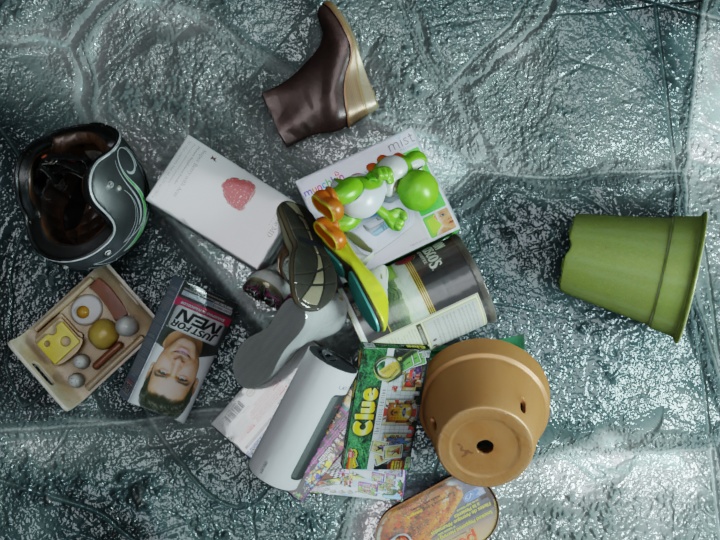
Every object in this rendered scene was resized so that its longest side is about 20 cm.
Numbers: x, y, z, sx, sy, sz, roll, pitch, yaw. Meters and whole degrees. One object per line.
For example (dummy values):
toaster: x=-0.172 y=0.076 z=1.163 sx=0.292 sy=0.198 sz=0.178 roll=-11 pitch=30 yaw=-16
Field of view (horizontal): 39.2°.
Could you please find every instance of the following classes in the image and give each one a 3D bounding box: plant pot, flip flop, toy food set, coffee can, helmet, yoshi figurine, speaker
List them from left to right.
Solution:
toy food set: x=-0.426 y=0.097 z=1.564 sx=0.200 sy=0.060 sz=0.144 roll=-43 pitch=86 yaw=-4
helmet: x=-0.410 y=-0.103 z=1.516 sx=0.200 sy=0.200 sz=0.191 roll=-7 pitch=124 yaw=0
flip flop: x=-0.088 y=-0.016 z=1.425 sx=0.058 sy=0.081 sz=0.200 roll=-44 pitch=44 yaw=28
speaker: x=-0.083 y=0.209 z=1.447 sx=0.081 sy=0.081 sz=0.200 roll=28 pitch=99 yaw=3
yoshi figurine: x=0.034 y=-0.104 z=1.446 sx=0.200 sy=0.112 sz=0.112 roll=-32 pitch=100 yaw=-26
coffee can: x=0.084 y=0.052 z=1.523 sx=0.200 sy=0.146 sz=0.146 roll=-25 pitch=85 yaw=-2
plant pot: x=0.181 y=0.219 z=1.472 sx=0.200 sy=0.140 sz=0.200 roll=2 pitch=116 yaw=4
plant pot: x=0.403 y=-0.009 z=1.522 sx=0.190 sy=0.200 sz=0.200 roll=13 pitch=85 yaw=15

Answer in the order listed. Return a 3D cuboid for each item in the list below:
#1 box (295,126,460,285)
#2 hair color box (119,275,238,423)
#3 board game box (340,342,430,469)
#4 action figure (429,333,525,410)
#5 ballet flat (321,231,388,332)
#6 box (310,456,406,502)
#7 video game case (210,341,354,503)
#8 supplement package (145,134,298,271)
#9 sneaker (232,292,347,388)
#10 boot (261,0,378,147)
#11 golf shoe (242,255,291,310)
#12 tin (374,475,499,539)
box: x=0.026 y=-0.097 z=1.563 sx=0.200 sy=0.097 sz=0.177 roll=-24 pitch=88 yaw=-1
hair color box: x=-0.277 y=0.120 z=1.543 sx=0.099 sy=0.061 sz=0.200 roll=26 pitch=86 yaw=-27
board game box: x=0.036 y=0.201 z=1.480 sx=0.105 sy=0.023 sz=0.200 roll=4 pitch=110 yaw=-14
action figure: x=0.151 y=0.154 z=1.560 sx=0.200 sy=0.055 sz=0.118 roll=1 pitch=86 yaw=4
ballet flat: x=0.000 y=0.000 z=1.452 sx=0.067 sy=0.067 sz=0.200 roll=-28 pitch=57 yaw=-16
box: x=-0.027 y=0.276 z=1.557 sx=0.200 sy=0.039 sz=0.137 roll=6 pitch=85 yaw=2
video game case: x=-0.093 y=0.215 z=1.526 sx=0.181 sy=0.036 sz=0.200 roll=40 pitch=87 yaw=6
supplement package: x=-0.204 y=-0.096 z=1.550 sx=0.200 sy=0.120 sz=0.121 roll=32 pitch=85 yaw=3
sneaker: x=-0.096 y=0.103 z=1.481 sx=0.200 sy=0.116 sz=0.074 roll=-44 pitch=68 yaw=37
boot: x=-0.079 y=-0.310 z=1.591 sx=0.166 sy=0.072 sz=0.200 roll=-21 pitch=89 yaw=-4
golf shoe: x=-0.120 y=0.012 z=1.501 sx=0.073 sy=0.200 sz=0.092 roll=25 pitch=87 yaw=8
tin: x=0.117 y=0.389 z=1.549 sx=0.200 sy=0.042 sz=0.112 roll=-27 pitch=81 yaw=-2
